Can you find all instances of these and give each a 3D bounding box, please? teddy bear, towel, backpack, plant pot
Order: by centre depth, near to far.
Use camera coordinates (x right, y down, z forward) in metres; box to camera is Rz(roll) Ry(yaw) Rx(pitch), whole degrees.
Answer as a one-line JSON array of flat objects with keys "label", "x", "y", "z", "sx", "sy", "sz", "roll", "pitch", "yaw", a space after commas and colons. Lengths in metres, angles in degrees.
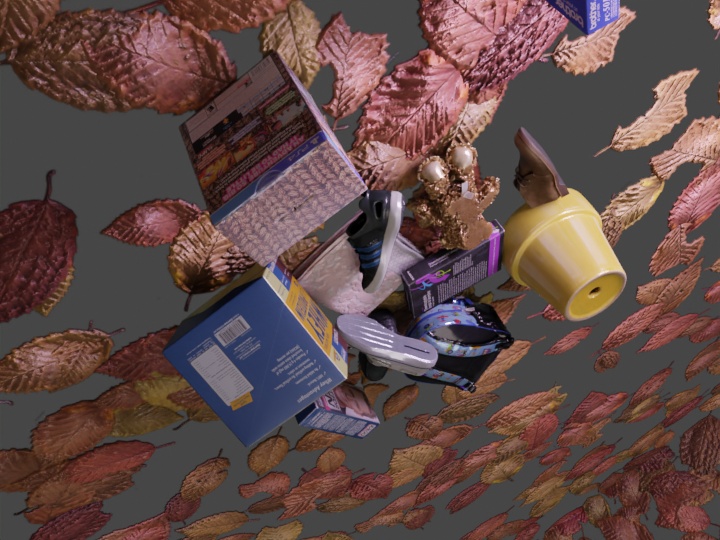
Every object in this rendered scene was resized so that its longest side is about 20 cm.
[{"label": "teddy bear", "x": 0.156, "y": -0.123, "z": 1.108, "sx": 0.145, "sy": 0.067, "sz": 0.200, "roll": -45, "pitch": 133, "yaw": 5}, {"label": "towel", "x": 0.000, "y": 0.000, "z": 1.163, "sx": 0.191, "sy": 0.032, "sz": 0.200, "roll": -42, "pitch": 138, "yaw": 16}, {"label": "plant pot", "x": 0.383, "y": -0.018, "z": 1.247, "sx": 0.199, "sy": 0.189, "sz": 0.202, "roll": -17, "pitch": 139, "yaw": -15}, {"label": "backpack", "x": 0.170, "y": 0.140, "z": 1.333, "sx": 0.199, "sy": 0.135, "sz": 0.183, "roll": 11, "pitch": 127, "yaw": -28}]

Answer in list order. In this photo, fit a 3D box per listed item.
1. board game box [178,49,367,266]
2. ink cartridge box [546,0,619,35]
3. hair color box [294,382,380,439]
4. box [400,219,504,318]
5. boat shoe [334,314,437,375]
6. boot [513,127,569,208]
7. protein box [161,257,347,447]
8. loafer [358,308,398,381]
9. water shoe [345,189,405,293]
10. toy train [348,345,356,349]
[{"label": "board game box", "x": -0.111, "y": -0.138, "z": 0.812, "sx": 0.159, "sy": 0.201, "sz": 0.097, "roll": -35, "pitch": 141, "yaw": 9}, {"label": "ink cartridge box", "x": 0.218, "y": -0.362, "z": 0.764, "sx": 0.044, "sy": 0.201, "sz": 0.094, "roll": -28, "pitch": 141, "yaw": 0}, {"label": "hair color box", "x": -0.057, "y": 0.275, "z": 1.372, "sx": 0.061, "sy": 0.100, "sz": 0.199, "roll": -44, "pitch": 139, "yaw": 17}, {"label": "box", "x": 0.170, "y": 0.000, "z": 1.235, "sx": 0.199, "sy": 0.036, "sz": 0.143, "roll": -30, "pitch": 152, "yaw": -8}, {"label": "boat shoe", "x": 0.039, "y": 0.146, "z": 1.219, "sx": 0.199, "sy": 0.074, "sz": 0.067, "roll": 23, "pitch": 129, "yaw": -6}, {"label": "boot", "x": 0.289, "y": -0.164, "z": 1.132, "sx": 0.075, "sy": 0.074, "sz": 0.200, "roll": -29, "pitch": 144, "yaw": 17}, {"label": "protein box", "x": -0.156, "y": 0.121, "z": 1.047, "sx": 0.198, "sy": 0.135, "sz": 0.200, "roll": -36, "pitch": 104, "yaw": 9}, {"label": "loafer", "x": 0.038, "y": 0.162, "z": 1.329, "sx": 0.068, "sy": 0.071, "sz": 0.201, "roll": -13, "pitch": 138, "yaw": -18}, {"label": "water shoe", "x": 0.014, "y": -0.049, "z": 1.062, "sx": 0.078, "sy": 0.072, "sz": 0.201, "roll": 13, "pitch": 131, "yaw": -3}, {"label": "toy train", "x": -0.076, "y": 0.123, "z": 1.247, "sx": 0.199, "sy": 0.034, "sz": 0.046, "roll": 12, "pitch": 141, "yaw": -36}]
